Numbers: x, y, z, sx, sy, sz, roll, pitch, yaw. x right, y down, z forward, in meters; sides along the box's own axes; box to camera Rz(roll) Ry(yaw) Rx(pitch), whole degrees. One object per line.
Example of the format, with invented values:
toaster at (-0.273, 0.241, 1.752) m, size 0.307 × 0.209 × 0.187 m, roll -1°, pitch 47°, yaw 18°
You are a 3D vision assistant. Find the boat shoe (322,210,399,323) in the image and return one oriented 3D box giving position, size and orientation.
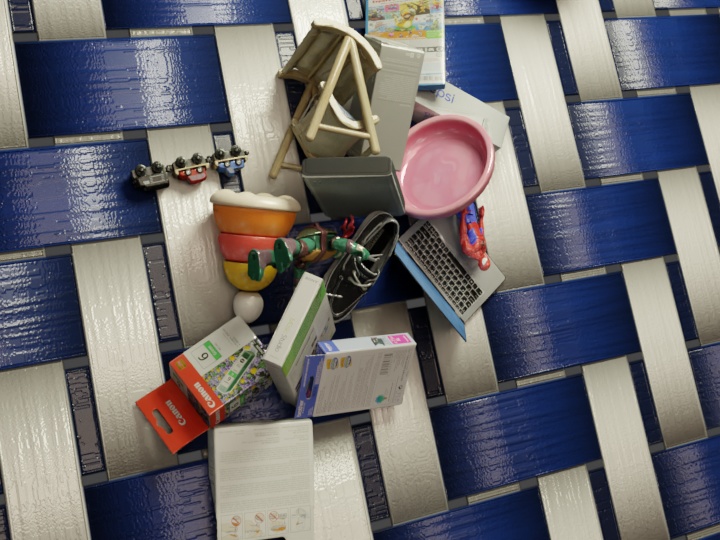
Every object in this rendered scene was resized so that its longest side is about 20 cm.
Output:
boat shoe at (0.000, 0.000, 1.510) m, size 0.071 × 0.068 × 0.202 m, roll 33°, pitch 93°, yaw -23°

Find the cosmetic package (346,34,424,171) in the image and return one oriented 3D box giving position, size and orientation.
cosmetic package at (0.036, -0.277, 1.558) m, size 0.088 × 0.107 × 0.204 m, roll 7°, pitch 106°, yaw -21°

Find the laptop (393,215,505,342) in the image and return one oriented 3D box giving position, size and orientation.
laptop at (0.156, -0.007, 1.585) m, size 0.200 × 0.116 × 0.188 m, roll -42°, pitch 96°, yaw -24°

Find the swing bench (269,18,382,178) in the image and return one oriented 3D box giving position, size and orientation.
swing bench at (-0.055, -0.263, 1.512) m, size 0.127 × 0.198 × 0.205 m, roll 8°, pitch 75°, yaw -20°

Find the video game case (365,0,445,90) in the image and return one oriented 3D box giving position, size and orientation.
video game case at (0.078, -0.407, 1.652) m, size 0.139 × 0.018 × 0.205 m, roll -1°, pitch 68°, yaw 5°

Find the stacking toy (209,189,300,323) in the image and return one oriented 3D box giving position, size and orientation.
stacking toy at (-0.172, -0.020, 1.469) m, size 0.143 × 0.146 × 0.205 m, roll 4°, pitch 95°, yaw -21°

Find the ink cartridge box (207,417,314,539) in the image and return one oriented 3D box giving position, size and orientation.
ink cartridge box at (-0.150, 0.332, 1.430) m, size 0.157 × 0.047 × 0.205 m, roll -1°, pitch 89°, yaw -23°

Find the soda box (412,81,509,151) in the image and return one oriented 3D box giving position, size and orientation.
soda box at (0.165, -0.279, 1.679) m, size 0.197 × 0.063 × 0.069 m, roll 26°, pitch 69°, yaw -15°

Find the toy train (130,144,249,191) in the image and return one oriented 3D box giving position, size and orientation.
toy train at (-0.266, -0.160, 1.492) m, size 0.196 × 0.034 × 0.047 m, roll -16°, pitch 87°, yaw -24°

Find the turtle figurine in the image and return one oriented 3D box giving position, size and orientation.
turtle figurine at (-0.069, -0.020, 1.431) m, size 0.197 × 0.149 × 0.102 m, roll -3°, pitch 60°, yaw -45°

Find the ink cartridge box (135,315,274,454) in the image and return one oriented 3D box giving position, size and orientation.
ink cartridge box at (-0.228, 0.168, 1.403) m, size 0.198 × 0.051 × 0.109 m, roll -34°, pitch 67°, yaw -26°

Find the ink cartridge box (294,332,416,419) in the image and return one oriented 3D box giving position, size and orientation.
ink cartridge box at (-0.013, 0.164, 1.473) m, size 0.196 × 0.042 × 0.122 m, roll -5°, pitch 121°, yaw -31°

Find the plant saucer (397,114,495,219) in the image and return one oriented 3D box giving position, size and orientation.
plant saucer at (0.137, -0.169, 1.600) m, size 0.051 × 0.197 × 0.204 m, roll 50°, pitch 56°, yaw -52°

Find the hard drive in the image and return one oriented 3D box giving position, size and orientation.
hard drive at (-0.006, -0.129, 1.478) m, size 0.136 × 0.200 × 0.034 m, roll -1°, pitch 76°, yaw 9°

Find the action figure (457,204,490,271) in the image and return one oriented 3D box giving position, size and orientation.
action figure at (0.187, -0.095, 1.636) m, size 0.065 × 0.051 × 0.204 m, roll 1°, pitch 69°, yaw -50°

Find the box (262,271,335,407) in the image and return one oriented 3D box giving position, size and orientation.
box at (-0.089, 0.109, 1.417) m, size 0.036 × 0.201 × 0.146 m, roll 20°, pitch 68°, yaw 12°
